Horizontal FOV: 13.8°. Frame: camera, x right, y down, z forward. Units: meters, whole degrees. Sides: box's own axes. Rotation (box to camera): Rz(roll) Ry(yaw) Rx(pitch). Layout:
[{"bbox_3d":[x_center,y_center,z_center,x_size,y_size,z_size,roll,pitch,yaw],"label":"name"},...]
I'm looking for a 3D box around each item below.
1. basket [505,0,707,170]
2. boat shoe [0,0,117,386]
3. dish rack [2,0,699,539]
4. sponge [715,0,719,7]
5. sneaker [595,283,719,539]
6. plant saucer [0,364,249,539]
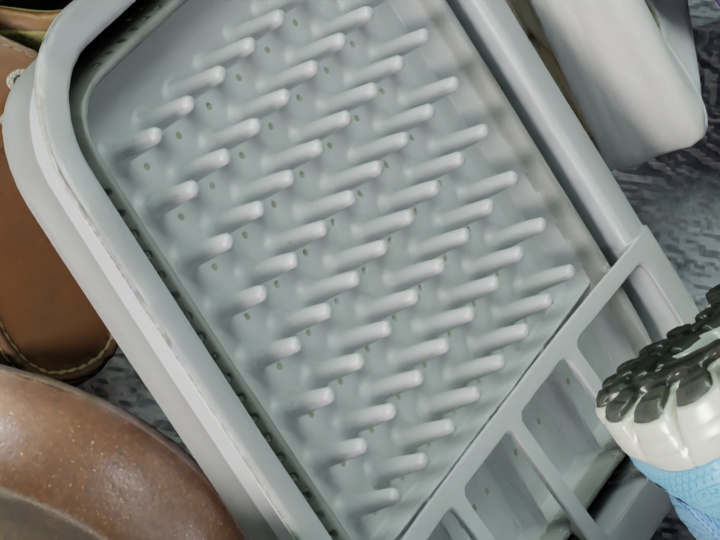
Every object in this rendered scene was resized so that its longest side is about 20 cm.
[{"bbox_3d":[0.002,-0.122,0.831,0.123,0.201,0.136,-21,33,15],"label":"basket"},{"bbox_3d":[-0.091,-0.058,0.746,0.072,0.201,0.068,-26,22,-36],"label":"boat shoe"},{"bbox_3d":[0.000,0.000,0.727,0.043,0.201,0.172,-19,20,41],"label":"dish rack"},{"bbox_3d":[0.101,-0.126,0.871,0.030,0.200,0.112,-24,34,15],"label":"sponge"},{"bbox_3d":[0.129,0.038,0.763,0.078,0.090,0.200,-25,3,36],"label":"sneaker"},{"bbox_3d":[-0.118,0.094,0.687,0.199,0.035,0.201,3,37,-2],"label":"plant saucer"}]
